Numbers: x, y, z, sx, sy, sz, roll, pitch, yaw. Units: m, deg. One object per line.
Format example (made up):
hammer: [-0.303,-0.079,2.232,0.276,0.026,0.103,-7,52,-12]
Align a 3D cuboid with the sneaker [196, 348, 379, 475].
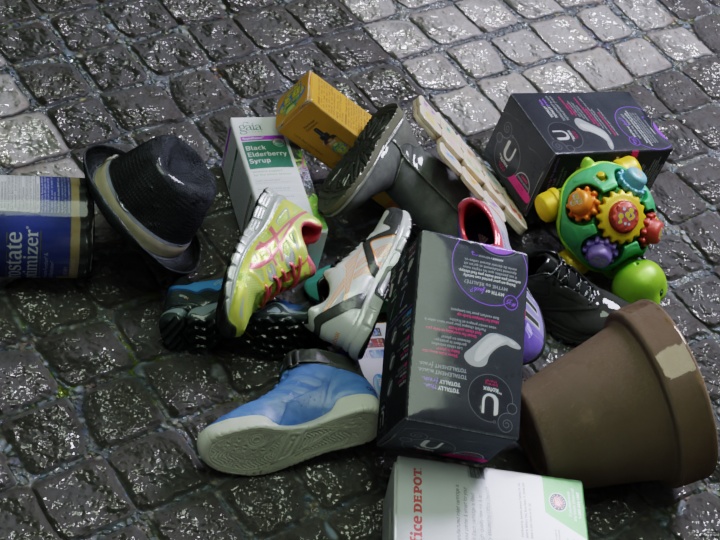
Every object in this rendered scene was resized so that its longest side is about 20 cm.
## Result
sneaker: [-0.082,0.142,1.528,0.198,0.077,0.112,-13,41,-13]

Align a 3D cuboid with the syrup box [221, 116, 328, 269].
syrup box: [-0.105,-0.090,1.738,0.078,0.082,0.201,-3,49,-19]

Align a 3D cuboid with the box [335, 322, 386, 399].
box: [0.067,0.112,1.620,0.198,0.042,0.120,-1,48,-20]

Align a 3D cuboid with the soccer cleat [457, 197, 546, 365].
soccer cleat: [0.152,0.011,1.637,0.068,0.073,0.202,-23,64,14]

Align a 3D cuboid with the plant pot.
plant pot: [0.259,0.150,1.549,0.173,0.201,0.201,-17,51,-8]

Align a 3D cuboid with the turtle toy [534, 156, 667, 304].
turtle toy: [0.310,-0.043,1.769,0.145,0.101,0.202,-24,97,-12]

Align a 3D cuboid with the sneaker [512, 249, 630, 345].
sneaker: [0.231,0.025,1.714,0.198,0.091,0.076,14,42,-3]

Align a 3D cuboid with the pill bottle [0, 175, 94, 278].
pill bottle: [-0.394,-0.049,1.597,0.198,0.112,0.113,1,47,-14]

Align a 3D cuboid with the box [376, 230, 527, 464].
box: [0.093,0.080,1.482,0.121,0.106,0.202,12,65,-13]

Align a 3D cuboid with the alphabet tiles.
alphabet tiles: [0.135,-0.130,1.796,0.200,0.015,0.196,46,14,-13]

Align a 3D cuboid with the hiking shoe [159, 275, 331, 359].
hiking shoe: [-0.122,0.041,1.611,0.198,0.075,0.087,6,46,-9]

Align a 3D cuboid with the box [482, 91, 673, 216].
box: [0.278,-0.152,1.868,0.198,0.107,0.123,-4,46,-31]

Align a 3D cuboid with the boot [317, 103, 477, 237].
boot: [0.060,-0.075,1.731,0.072,0.200,0.182,4,50,53]

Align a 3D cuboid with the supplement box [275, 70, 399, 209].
supplement box: [-0.009,-0.155,1.774,0.199,0.066,0.069,33,37,-30]

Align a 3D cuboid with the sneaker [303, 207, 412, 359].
sneaker: [0.000,0.000,1.594,0.079,0.074,0.201,21,51,3]

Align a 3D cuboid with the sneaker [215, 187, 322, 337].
sneaker: [-0.094,-0.004,1.565,0.089,0.078,0.201,22,51,-1]

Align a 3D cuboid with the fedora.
fedora: [-0.218,-0.091,1.631,0.201,0.091,0.201,48,16,-18]

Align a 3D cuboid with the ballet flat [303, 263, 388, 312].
ballet flat: [0.036,0.014,1.684,0.198,0.071,0.068,11,46,-5]

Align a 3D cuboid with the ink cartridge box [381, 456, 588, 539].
ink cartridge box: [0.121,0.276,1.445,0.198,0.085,0.147,9,44,-6]
